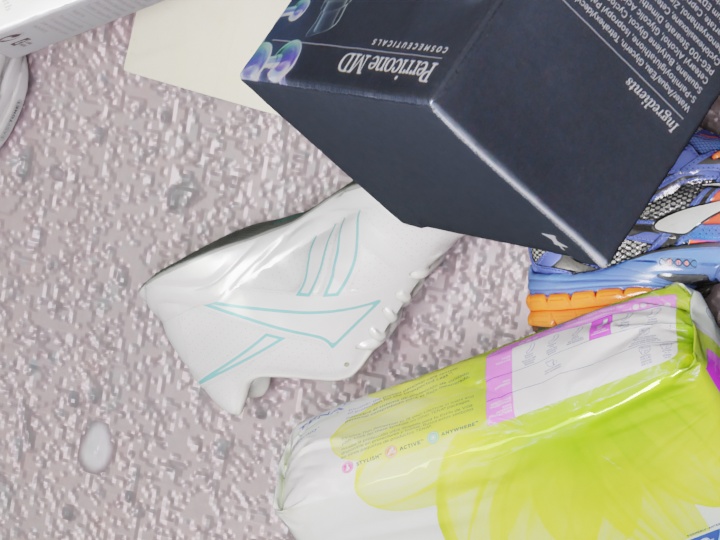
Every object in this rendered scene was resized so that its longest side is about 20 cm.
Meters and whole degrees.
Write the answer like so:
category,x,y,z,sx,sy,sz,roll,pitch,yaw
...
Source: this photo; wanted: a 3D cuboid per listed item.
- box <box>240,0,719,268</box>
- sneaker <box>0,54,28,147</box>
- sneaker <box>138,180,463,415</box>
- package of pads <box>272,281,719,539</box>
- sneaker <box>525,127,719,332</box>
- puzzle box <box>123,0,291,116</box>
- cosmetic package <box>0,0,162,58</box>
category,x,y,z,sx,sy,sz,roll,pitch,yaw
box,0.074,-0.118,0.989,0.200,0.107,0.148,-57,30,-12
sneaker,-0.179,-0.139,1.153,0.075,0.100,0.200,21,100,22
sneaker,0.000,0.000,1.124,0.200,0.070,0.080,-25,93,27
package of pads,0.081,0.103,1.064,0.200,0.068,0.155,-22,119,19
sneaker,0.156,-0.029,1.059,0.200,0.075,0.078,-16,86,18
puzzle box,-0.022,-0.168,1.134,0.133,0.025,0.200,18,100,18
cosmetic package,-0.084,-0.175,1.082,0.200,0.071,0.101,-20,87,6
